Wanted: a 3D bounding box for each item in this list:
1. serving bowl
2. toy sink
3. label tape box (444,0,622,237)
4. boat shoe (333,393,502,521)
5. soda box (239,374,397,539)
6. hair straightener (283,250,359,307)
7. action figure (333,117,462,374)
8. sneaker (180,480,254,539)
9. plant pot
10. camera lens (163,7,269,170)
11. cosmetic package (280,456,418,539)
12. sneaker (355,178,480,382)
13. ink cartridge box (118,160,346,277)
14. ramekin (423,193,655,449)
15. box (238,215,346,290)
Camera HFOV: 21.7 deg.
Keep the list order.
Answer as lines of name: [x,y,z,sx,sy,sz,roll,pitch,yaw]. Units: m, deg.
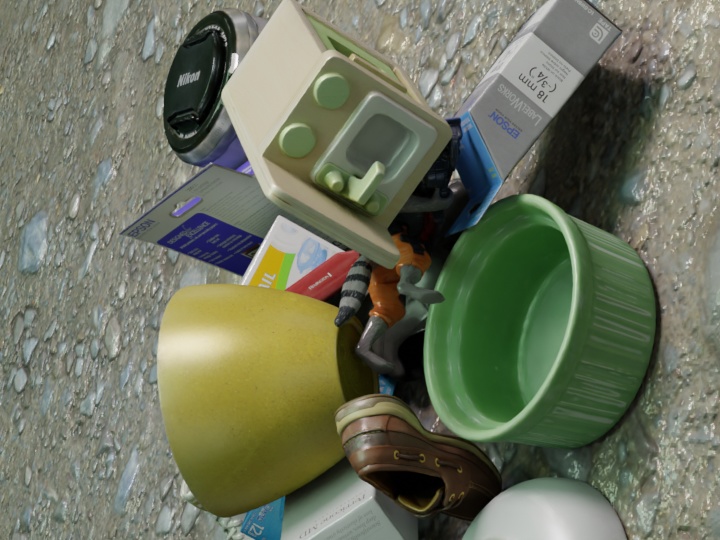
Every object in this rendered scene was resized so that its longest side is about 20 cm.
serving bowl: [0.126,0.258,1.476,0.200,0.065,0.202,-31,52,49]
toy sink: [-0.014,-0.115,1.492,0.112,0.130,0.200,-53,28,16]
label tape box: [0.119,-0.130,1.557,0.201,0.063,0.144,-52,4,-7]
boat shoe: [0.049,0.168,1.515,0.072,0.200,0.068,-27,51,25]
soda box: [-0.039,0.171,1.767,0.201,0.064,0.068,-61,3,23]
hair straightener: [0.000,0.000,1.734,0.041,0.200,0.077,35,149,24]
action figure: [0.026,-0.043,1.560,0.201,0.103,0.195,104,165,-53]
sneaker: [-0.128,0.251,1.850,0.074,0.115,0.202,-34,50,45]
plant pot: [-0.065,0.100,1.591,0.141,0.200,0.202,-11,62,19]
camera lens: [-0.088,-0.165,1.895,0.160,0.199,0.162,-32,50,49]
cosmetic package: [-0.009,0.198,1.619,0.101,0.074,0.200,-33,16,11]
sneaker: [0.068,0.012,1.696,0.091,0.075,0.201,44,117,41]
ink cartridge box: [-0.111,-0.056,1.882,0.198,0.199,0.044,-30,49,49]
ramekin: [0.146,0.048,1.509,0.200,0.097,0.202,-33,49,48]
box: [-0.083,0.069,1.782,0.201,0.112,0.101,-63,3,-19]
